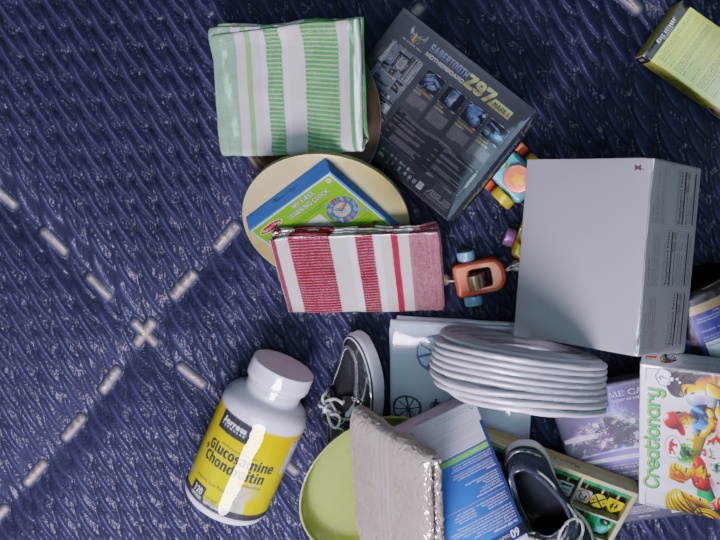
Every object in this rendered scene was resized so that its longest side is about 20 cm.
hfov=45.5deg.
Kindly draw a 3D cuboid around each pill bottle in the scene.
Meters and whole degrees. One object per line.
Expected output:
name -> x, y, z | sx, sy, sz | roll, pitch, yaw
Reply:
pill bottle -> 0.410, 0.102, 0.992 | 0.111, 0.112, 0.201 | -22, 97, 9
pill bottle -> -0.134, 0.205, 1.070 | 0.111, 0.112, 0.201 | 25, 101, 2

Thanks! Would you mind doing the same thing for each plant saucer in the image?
plant saucer -> -0.071, -0.180, 1.004 | 0.199, 0.032, 0.202 | 8, 106, 28
plant saucer -> 0.015, 0.260, 1.056 | 0.199, 0.031, 0.201 | -9, 116, -20

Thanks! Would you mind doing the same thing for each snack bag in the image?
snack bag -> 0.129, 0.158, 1.080 | 0.187, 0.021, 0.201 | 2, 103, 7

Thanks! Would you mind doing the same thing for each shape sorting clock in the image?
shape sorting clock -> -0.041, -0.059, 1.014 | 0.199, 0.039, 0.201 | 2, 137, 2

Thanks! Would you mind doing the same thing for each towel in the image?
towel -> -0.083, -0.206, 0.973 | 0.199, 0.023, 0.154 | 4, 105, 27
towel -> 0.000, 0.000, 1.030 | 0.199, 0.023, 0.145 | -1, 137, 7
towel -> 0.044, 0.261, 0.972 | 0.132, 0.034, 0.201 | 23, 125, 44

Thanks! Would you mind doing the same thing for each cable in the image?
cable -> 0.175, 0.111, 0.951 | 0.199, 0.200, 0.070 | 9, 92, 10

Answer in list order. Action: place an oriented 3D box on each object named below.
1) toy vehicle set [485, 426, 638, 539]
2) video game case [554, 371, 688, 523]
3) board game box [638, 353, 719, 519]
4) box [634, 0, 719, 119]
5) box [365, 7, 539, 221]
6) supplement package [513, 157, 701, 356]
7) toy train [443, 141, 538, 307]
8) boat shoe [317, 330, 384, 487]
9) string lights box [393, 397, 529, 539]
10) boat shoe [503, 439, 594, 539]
toy vehicle set -> 0.224, 0.281, 1.065 | 0.199, 0.027, 0.125 | 19, 117, 5
video game case -> 0.322, 0.218, 1.038 | 0.142, 0.019, 0.201 | -14, 109, 19
board game box -> 0.378, 0.187, 0.959 | 0.126, 0.035, 0.201 | 5, 119, 27
box -> 0.416, -0.215, 0.970 | 0.199, 0.050, 0.075 | 34, 101, 0
box -> 0.081, -0.179, 0.992 | 0.200, 0.051, 0.158 | 40, 102, 12
supplement package -> 0.268, -0.018, 0.941 | 0.155, 0.110, 0.201 | 7, 93, 46
toy train -> 0.160, -0.056, 1.022 | 0.149, 0.056, 0.201 | -6, 99, 7
boat shoe -> -0.018, 0.175, 1.066 | 0.068, 0.073, 0.201 | -7, 110, -32
string lights box -> 0.117, 0.261, 1.000 | 0.102, 0.059, 0.201 | -21, 91, -17
boat shoe -> 0.227, 0.296, 1.021 | 0.074, 0.062, 0.201 | -17, 109, 20
